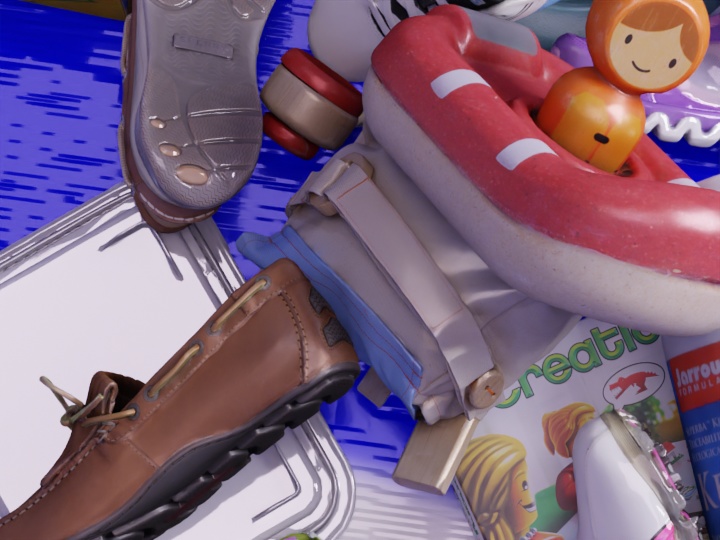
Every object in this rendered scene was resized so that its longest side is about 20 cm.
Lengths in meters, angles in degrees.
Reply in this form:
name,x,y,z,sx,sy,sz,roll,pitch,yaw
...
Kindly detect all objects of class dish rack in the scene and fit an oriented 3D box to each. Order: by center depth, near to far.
name,x,y,z,sx,sy,sz,roll,pitch,yaw
dish rack,-0.112,0.069,1.191,0.171,0.044,0.201,-30,84,-6

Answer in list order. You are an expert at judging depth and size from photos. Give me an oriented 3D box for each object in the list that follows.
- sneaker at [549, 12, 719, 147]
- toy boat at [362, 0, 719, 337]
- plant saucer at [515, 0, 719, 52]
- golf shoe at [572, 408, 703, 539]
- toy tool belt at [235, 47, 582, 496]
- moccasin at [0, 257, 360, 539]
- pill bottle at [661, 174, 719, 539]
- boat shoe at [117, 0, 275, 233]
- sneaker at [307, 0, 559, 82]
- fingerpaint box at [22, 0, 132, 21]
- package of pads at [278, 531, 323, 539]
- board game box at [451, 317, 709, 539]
name,x,y,z,sx,sy,sz,roll,pitch,yaw
sneaker,0.186,-0.099,1.194,0.198,0.081,0.089,7,103,-5
toy boat,0.100,-0.065,1.068,0.200,0.130,0.131,49,118,40
plant saucer,0.103,-0.200,1.222,0.198,0.027,0.202,0,85,-2
golf shoe,0.115,0.160,1.134,0.091,0.073,0.201,-15,109,-6
toy tool belt,0.000,0.000,1.161,0.200,0.125,0.123,41,99,30
moccasin,-0.096,0.069,1.120,0.201,0.074,0.078,-39,74,19
pill bottle,0.195,0.057,1.128,0.111,0.112,0.202,-13,81,-3
boat shoe,-0.081,-0.109,1.201,0.075,0.072,0.201,16,59,-13
sneaker,0.042,-0.136,1.163,0.072,0.199,0.072,58,41,-8
fingerpaint box,-0.171,-0.236,1.220,0.165,0.073,0.202,11,82,2
package of pads,-0.062,0.227,1.142,0.199,0.068,0.155,-34,97,-7
board game box,0.141,0.076,1.198,0.199,0.035,0.127,-24,82,-4
